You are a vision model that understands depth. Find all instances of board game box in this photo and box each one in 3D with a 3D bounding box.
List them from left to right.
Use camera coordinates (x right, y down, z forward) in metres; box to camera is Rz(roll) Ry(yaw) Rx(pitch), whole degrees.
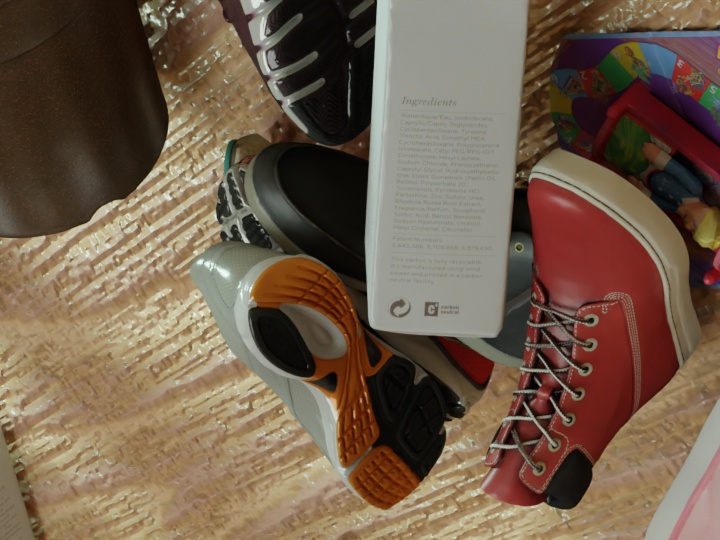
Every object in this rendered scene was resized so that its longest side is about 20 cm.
[{"bbox_3d":[0.164,-0.043,1.445,0.200,0.039,0.158,4,128,48],"label":"board game box"}]

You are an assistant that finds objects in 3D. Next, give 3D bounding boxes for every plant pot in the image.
[{"bbox_3d":[-0.209,-0.136,1.667,0.200,0.200,0.198,22,148,35],"label":"plant pot"}]

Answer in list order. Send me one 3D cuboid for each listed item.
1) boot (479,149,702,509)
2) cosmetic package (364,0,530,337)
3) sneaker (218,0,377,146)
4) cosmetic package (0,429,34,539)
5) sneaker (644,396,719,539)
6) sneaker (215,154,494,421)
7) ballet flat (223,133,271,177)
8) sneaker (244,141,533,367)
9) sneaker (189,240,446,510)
[{"bbox_3d":[0.100,0.040,1.447,0.072,0.144,0.200,28,161,31],"label":"boot"},{"bbox_3d":[0.042,-0.078,1.434,0.074,0.102,0.200,3,118,-4],"label":"cosmetic package"},{"bbox_3d":[-0.060,-0.165,1.572,0.115,0.076,0.200,18,136,57],"label":"sneaker"},{"bbox_3d":[-0.316,0.189,2.242,0.102,0.074,0.200,23,142,34],"label":"cosmetic package"},{"bbox_3d":[0.221,0.134,1.538,0.105,0.075,0.200,42,144,19],"label":"sneaker"},{"bbox_3d":[0.000,0.000,1.647,0.200,0.085,0.077,44,146,-17],"label":"sneaker"},{"bbox_3d":[-0.034,-0.006,1.726,0.062,0.067,0.200,2,137,14],"label":"ballet flat"},{"bbox_3d":[0.042,-0.031,1.562,0.200,0.075,0.106,27,144,-12],"label":"sneaker"},{"bbox_3d":[-0.024,0.050,1.604,0.092,0.076,0.200,30,158,49],"label":"sneaker"}]
